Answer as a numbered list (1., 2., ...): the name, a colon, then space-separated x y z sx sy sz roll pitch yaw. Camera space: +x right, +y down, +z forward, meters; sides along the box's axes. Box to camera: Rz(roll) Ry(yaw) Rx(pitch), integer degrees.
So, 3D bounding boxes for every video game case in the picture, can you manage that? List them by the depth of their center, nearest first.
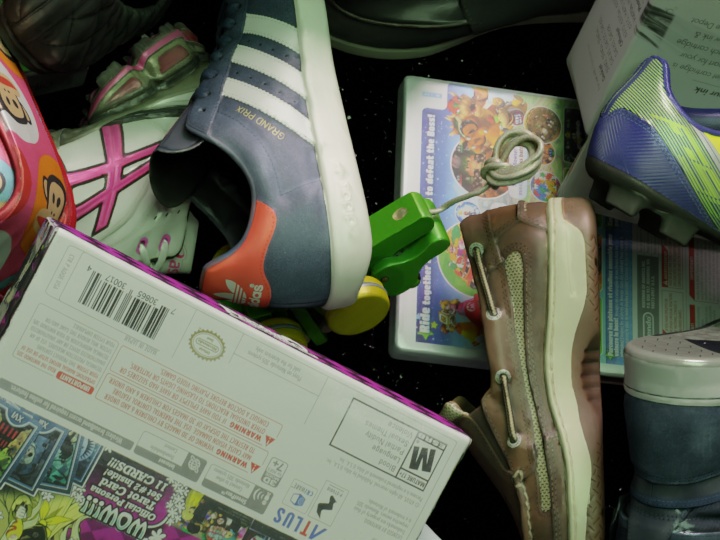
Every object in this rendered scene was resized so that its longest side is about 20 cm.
1. video game case: -0.082 0.102 0.948 0.200 0.036 0.182 27 92 -18
2. video game case: 0.114 -0.015 1.131 0.199 0.018 0.144 7 69 -12

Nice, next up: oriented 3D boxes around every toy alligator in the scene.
1. toy alligator: 0.000 0.000 1.053 0.200 0.054 0.059 -27 56 5

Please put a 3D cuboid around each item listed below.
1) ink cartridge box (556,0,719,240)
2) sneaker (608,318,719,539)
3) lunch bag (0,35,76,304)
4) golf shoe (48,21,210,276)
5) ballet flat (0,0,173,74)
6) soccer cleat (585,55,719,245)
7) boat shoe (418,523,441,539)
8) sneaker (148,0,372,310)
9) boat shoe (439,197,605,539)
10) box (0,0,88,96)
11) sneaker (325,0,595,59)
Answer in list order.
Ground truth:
1. ink cartridge box: 0.174 -0.114 1.089 0.116 0.200 0.067 13 37 -17
2. sneaker: 0.182 0.097 1.060 0.202 0.077 0.147 -7 101 -48
3. lunch bag: -0.234 -0.041 0.975 0.200 0.082 0.176 -29 66 7
4. golf shoe: -0.118 -0.025 1.044 0.092 0.073 0.200 44 66 3
5. ballet flat: -0.107 -0.137 1.050 0.067 0.057 0.200 55 22 -14
6. soccer cleat: 0.199 -0.033 1.064 0.200 0.065 0.084 24 92 -15
7. boat shoe: -0.003 0.131 1.018 0.200 0.072 0.062 40 71 1
8. sneaker: -0.055 -0.073 1.020 0.084 0.075 0.200 -6 59 -13
9. boat shoe: 0.073 0.069 1.059 0.075 0.075 0.203 -1 82 6
10. box: -0.225 -0.164 1.090 0.144 0.036 0.200 -15 73 -19
11. sneaker: 0.067 -0.164 1.125 0.199 0.106 0.075 -11 73 -19
